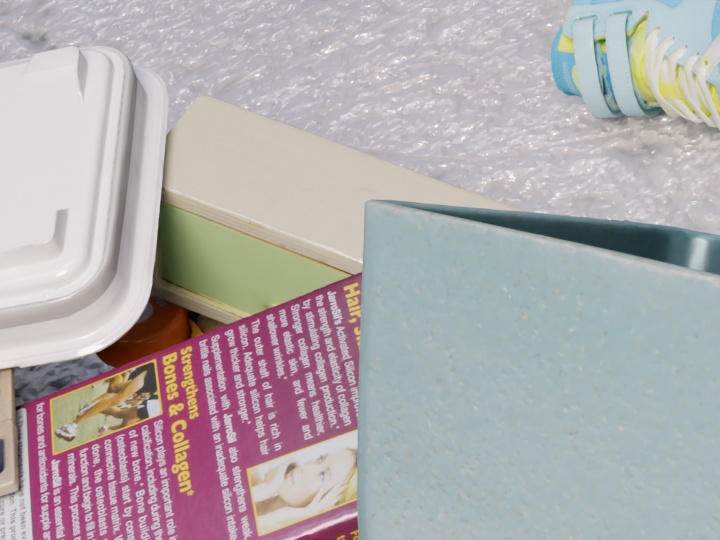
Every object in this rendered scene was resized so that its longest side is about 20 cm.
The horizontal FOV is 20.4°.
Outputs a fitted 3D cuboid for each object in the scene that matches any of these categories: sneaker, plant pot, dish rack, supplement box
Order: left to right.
[{"bbox_3d":[-0.186,-0.029,0.865,0.198,0.044,0.173,-10,48,12],"label":"dish rack"},{"bbox_3d":[-0.054,0.105,0.806,0.199,0.104,0.131,-21,40,6],"label":"supplement box"},{"bbox_3d":[0.159,-0.092,0.991,0.129,0.080,0.200,-13,28,12],"label":"sneaker"},{"bbox_3d":[0.116,0.095,0.657,0.195,0.202,0.195,14,6,41],"label":"plant pot"}]

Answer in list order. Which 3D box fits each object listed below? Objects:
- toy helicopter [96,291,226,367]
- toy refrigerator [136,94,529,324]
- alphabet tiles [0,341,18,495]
[{"bbox_3d":[-0.022,0.040,0.950,0.199,0.079,0.132,13,40,26],"label":"toy helicopter"},{"bbox_3d":[0.000,0.000,0.891,0.199,0.076,0.070,21,49,15],"label":"toy refrigerator"},{"bbox_3d":[-0.217,0.084,0.810,0.166,0.008,0.201,-16,47,5],"label":"alphabet tiles"}]
